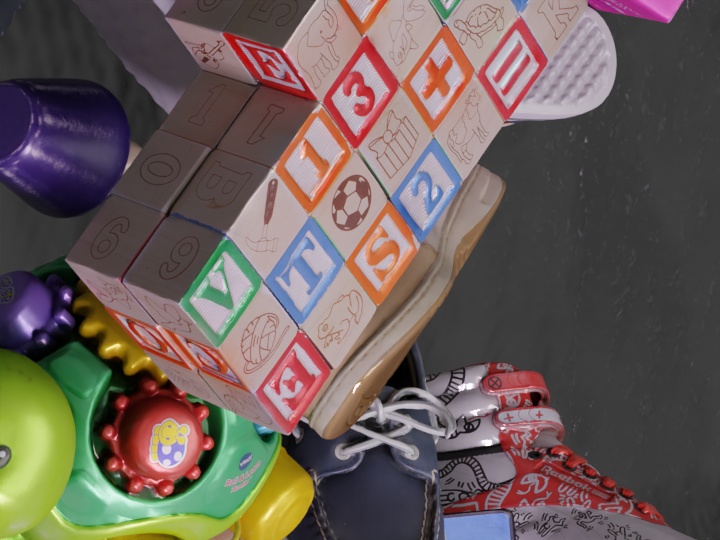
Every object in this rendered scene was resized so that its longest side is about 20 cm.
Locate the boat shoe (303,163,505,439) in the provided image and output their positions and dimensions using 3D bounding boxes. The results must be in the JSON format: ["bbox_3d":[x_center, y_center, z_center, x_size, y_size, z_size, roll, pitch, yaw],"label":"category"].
[{"bbox_3d":[0.000,0.000,1.184,0.074,0.069,0.200,-54,-179,29],"label":"boat shoe"}]

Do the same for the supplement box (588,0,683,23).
[{"bbox_3d":[0.101,-0.177,1.236,0.104,0.101,0.200,-58,-173,2],"label":"supplement box"}]

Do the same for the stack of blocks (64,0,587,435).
[{"bbox_3d":[-0.015,-0.059,0.995,0.200,0.058,0.115,-56,138,-17],"label":"stack of blocks"}]

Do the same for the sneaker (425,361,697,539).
[{"bbox_3d":[0.092,0.099,1.322,0.067,0.201,0.108,54,44,-61],"label":"sneaker"}]

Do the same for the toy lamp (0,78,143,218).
[{"bbox_3d":[-0.084,-0.036,1.171,0.200,0.058,0.058,22,77,-54],"label":"toy lamp"}]

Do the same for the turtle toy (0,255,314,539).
[{"bbox_3d":[-0.101,0.052,1.062,0.200,0.146,0.101,-31,154,-49],"label":"turtle toy"}]

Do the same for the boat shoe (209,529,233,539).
[{"bbox_3d":[-0.099,0.098,1.155,0.200,0.070,0.071,-46,144,-54],"label":"boat shoe"}]

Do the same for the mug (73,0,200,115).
[{"bbox_3d":[-0.058,-0.141,1.084,0.175,0.147,0.200,50,19,-25],"label":"mug"}]

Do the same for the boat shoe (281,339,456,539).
[{"bbox_3d":[0.002,0.066,1.219,0.200,0.075,0.062,-94,-169,-49],"label":"boat shoe"}]

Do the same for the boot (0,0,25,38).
[{"bbox_3d":[-0.166,-0.130,0.910,0.200,0.076,0.169,-74,155,-57],"label":"boot"}]

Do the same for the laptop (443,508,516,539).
[{"bbox_3d":[-0.027,0.217,1.226,0.200,0.116,0.188,-37,128,-47],"label":"laptop"}]

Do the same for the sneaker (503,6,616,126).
[{"bbox_3d":[0.016,-0.097,1.296,0.200,0.079,0.079,7,85,-35],"label":"sneaker"}]
